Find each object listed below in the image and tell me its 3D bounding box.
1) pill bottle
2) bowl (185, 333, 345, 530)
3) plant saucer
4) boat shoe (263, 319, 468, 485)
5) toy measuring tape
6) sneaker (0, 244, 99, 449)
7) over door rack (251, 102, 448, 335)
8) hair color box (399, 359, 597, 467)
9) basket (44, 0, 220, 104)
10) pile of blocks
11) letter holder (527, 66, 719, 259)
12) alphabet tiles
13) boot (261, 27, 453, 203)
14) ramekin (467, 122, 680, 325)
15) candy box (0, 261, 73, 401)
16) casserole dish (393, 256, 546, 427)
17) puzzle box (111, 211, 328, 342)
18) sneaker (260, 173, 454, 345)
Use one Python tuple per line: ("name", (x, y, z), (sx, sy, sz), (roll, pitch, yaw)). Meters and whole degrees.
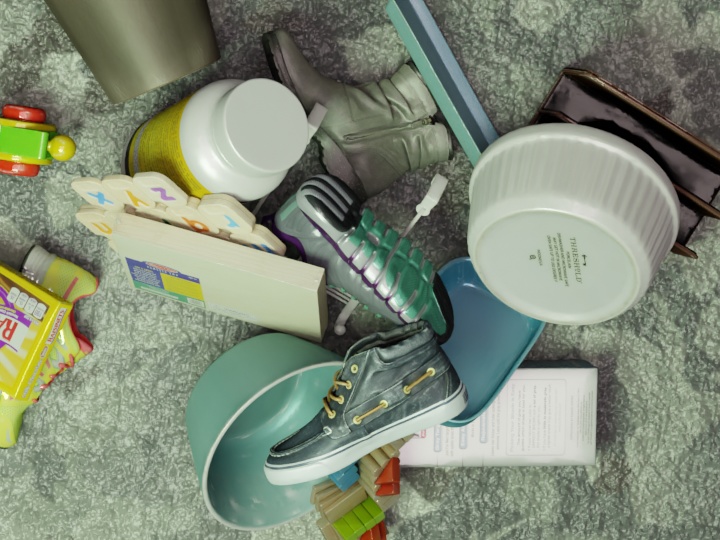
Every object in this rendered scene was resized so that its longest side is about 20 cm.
("pill bottle", (-0.132, -0.110, 1.527), (0.112, 0.200, 0.113), (6, 77, -30))
("bowl", (-0.087, 0.139, 1.594), (0.201, 0.105, 0.201), (-22, 135, -25))
("plant saucer", (0.084, -0.181, 1.615), (0.019, 0.070, 0.200), (-25, 99, 26))
("boat shoe", (-0.009, 0.118, 1.513), (0.200, 0.071, 0.091), (-25, 106, 4))
("toy measuring tape", (-0.359, -0.130, 1.601), (0.200, 0.074, 0.074), (10, 96, 18))
("sneaker", (-0.307, 0.082, 1.611), (0.090, 0.078, 0.200), (16, 97, -12))
("over door rack", (-0.033, -0.040, 1.585), (0.148, 0.067, 0.200), (30, 123, -7))
("hair color box", (0.131, 0.141, 1.654), (0.200, 0.061, 0.099), (0, 96, -5))
("basket", (-0.219, -0.268, 1.552), (0.180, 0.136, 0.200), (-24, 101, 1))
("pile of blocks", (0.004, 0.209, 1.602), (0.082, 0.062, 0.200), (-18, 133, -30))
("letter holder", (0.265, -0.101, 1.595), (0.200, 0.142, 0.101), (31, 93, -7))
("alphabet tiles", (-0.169, -0.037, 1.551), (0.196, 0.200, 0.015), (44, 55, -42))
("boot", (-0.001, -0.169, 1.613), (0.131, 0.068, 0.200), (-31, 106, -3))
("ramekin", (0.191, -0.034, 1.555), (0.202, 0.202, 0.094), (27, 51, -6))
("candy box", (-0.369, 0.034, 1.575), (0.200, 0.026, 0.102), (27, 96, 27))
("casserole dish", (0.097, 0.073, 1.611), (0.121, 0.039, 0.200), (29, 60, 15))
("puzzle box", (-0.129, 0.007, 1.558), (0.200, 0.133, 0.025), (16, 69, 7))
("sneaker", (0.000, 0.000, 1.545), (0.087, 0.074, 0.200), (-32, 106, 39))
